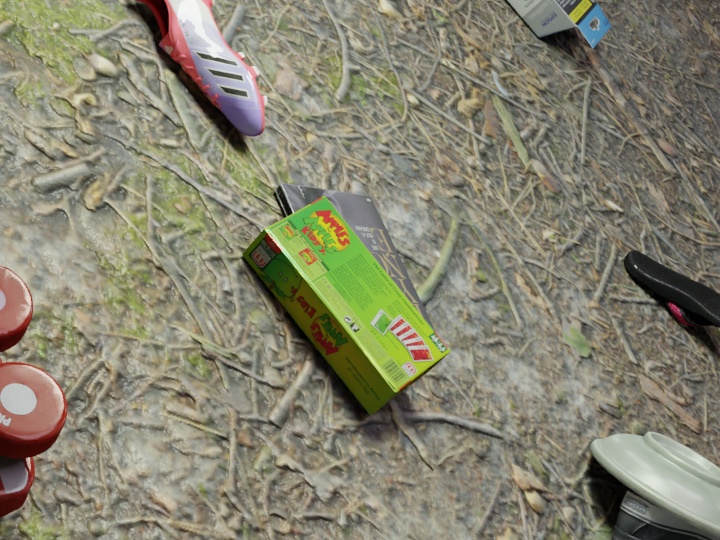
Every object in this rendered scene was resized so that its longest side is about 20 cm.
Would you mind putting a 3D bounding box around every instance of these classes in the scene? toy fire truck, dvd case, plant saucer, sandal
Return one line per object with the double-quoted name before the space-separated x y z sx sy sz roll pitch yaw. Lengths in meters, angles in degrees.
"toy fire truck" -0.307 0.087 1.117 0.167 0.112 0.201 -6 59 -33
"dvd case" 0.000 0.000 1.687 0.148 0.016 0.201 6 53 -50
"plant saucer" 0.349 0.225 1.780 0.199 0.050 0.200 27 9 -5
"sandal" 0.436 0.040 2.198 0.199 0.045 0.075 30 28 -6

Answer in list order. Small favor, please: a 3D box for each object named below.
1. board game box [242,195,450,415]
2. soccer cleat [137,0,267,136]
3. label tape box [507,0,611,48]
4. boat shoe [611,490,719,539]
"board game box" -0.013 0.032 1.579 0.200 0.048 0.101 51 40 6
"soccer cleat" -0.164 -0.220 1.681 0.076 0.067 0.201 -22 78 -26
"label tape box" 0.286 -0.416 2.468 0.200 0.066 0.143 50 31 -5
"boat shoe" 0.345 0.294 1.774 0.199 0.068 0.072 21 4 -44
